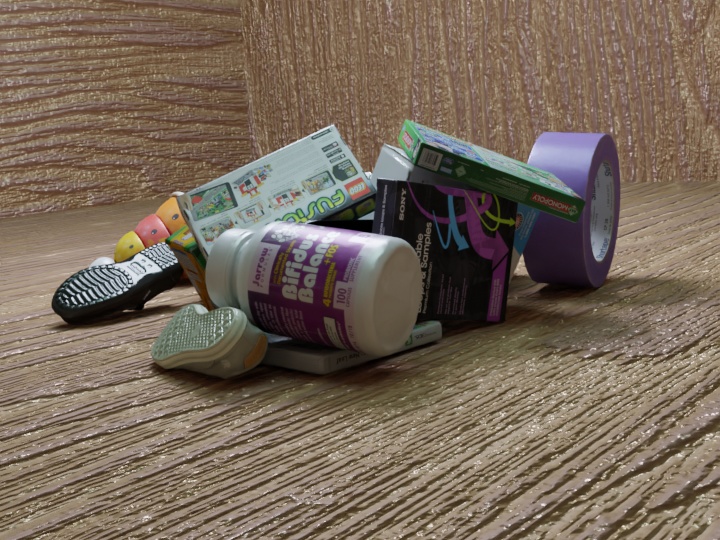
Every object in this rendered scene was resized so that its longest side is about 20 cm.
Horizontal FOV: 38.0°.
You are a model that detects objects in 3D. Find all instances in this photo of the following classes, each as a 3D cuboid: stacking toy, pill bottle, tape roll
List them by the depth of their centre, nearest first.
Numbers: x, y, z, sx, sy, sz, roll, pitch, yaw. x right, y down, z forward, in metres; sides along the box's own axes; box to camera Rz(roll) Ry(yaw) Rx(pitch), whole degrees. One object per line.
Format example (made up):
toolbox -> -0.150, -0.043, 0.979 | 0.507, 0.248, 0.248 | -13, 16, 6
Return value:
pill bottle -> -0.049, 0.012, 1.015 | 0.198, 0.114, 0.112 | 9, 13, 29
tape roll -> 0.280, -0.080, 1.381 | 0.084, 0.203, 0.199 | 5, 11, 27
stacking toy -> -0.331, -0.021, 1.628 | 0.199, 0.147, 0.146 | -28, 18, -23

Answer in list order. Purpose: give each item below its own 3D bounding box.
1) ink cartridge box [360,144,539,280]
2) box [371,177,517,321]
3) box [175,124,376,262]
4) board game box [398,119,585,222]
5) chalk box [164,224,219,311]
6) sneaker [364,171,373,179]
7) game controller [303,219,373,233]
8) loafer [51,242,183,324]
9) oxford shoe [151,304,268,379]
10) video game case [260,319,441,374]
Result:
ink cartridge box -> 0.098, -0.053, 1.250 | 0.198, 0.146, 0.085 | 12, 18, -32
box -> 0.090, -0.018, 1.132 | 0.198, 0.145, 0.036 | 3, 4, -41
box -> -0.091, -0.074, 1.155 | 0.198, 0.111, 0.035 | -26, -28, -11
board game box -> 0.146, -0.115, 1.196 | 0.198, 0.029, 0.135 | 19, 15, -11
chalk box -> -0.109, -0.036, 1.250 | 0.199, 0.125, 0.125 | -37, 19, -17
sneaker -> -0.004, -0.080, 1.428 | 0.198, 0.084, 0.081 | -4, 52, 23
game controller -> 0.017, -0.002, 1.139 | 0.198, 0.106, 0.042 | -2, -11, -28
loafer -> -0.313, 0.031, 1.386 | 0.199, 0.072, 0.073 | -24, 50, -36
oxford shoe -> -0.153, 0.074, 1.039 | 0.058, 0.076, 0.199 | 38, -22, -25
video game case -> -0.045, 0.072, 1.110 | 0.199, 0.022, 0.181 | 4, 11, 44
